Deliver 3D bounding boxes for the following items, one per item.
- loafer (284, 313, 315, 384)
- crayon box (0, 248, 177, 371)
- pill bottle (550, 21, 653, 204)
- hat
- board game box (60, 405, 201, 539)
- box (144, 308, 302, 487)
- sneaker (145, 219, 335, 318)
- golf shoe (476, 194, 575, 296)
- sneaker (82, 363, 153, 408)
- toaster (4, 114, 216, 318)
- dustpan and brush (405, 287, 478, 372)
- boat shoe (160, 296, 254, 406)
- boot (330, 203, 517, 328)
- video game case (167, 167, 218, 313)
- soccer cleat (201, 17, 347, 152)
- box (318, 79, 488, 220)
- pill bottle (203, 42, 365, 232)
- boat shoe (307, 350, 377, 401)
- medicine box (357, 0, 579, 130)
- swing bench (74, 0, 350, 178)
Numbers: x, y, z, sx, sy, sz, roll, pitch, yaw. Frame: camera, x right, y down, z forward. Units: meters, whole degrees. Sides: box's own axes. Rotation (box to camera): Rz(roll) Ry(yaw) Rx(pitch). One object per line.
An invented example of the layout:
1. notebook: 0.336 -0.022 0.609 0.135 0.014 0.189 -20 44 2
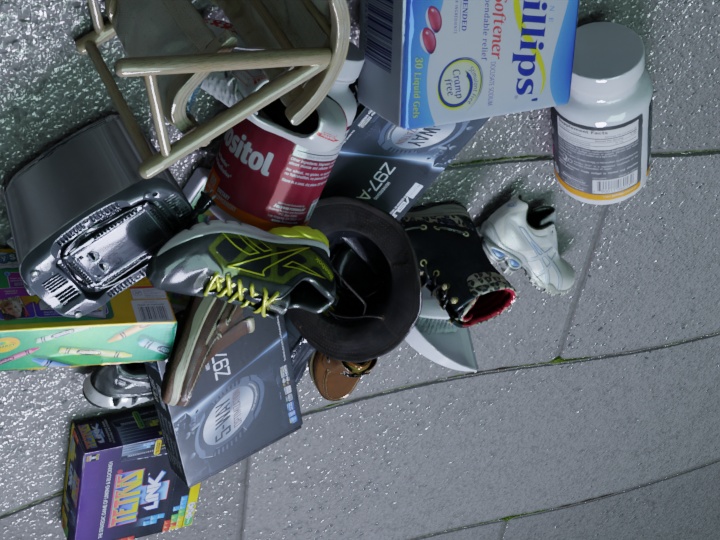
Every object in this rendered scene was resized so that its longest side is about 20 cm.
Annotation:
1. loafer: -0.090 0.082 1.581 0.070 0.068 0.201 -11 142 -37
2. crayon box: -0.297 0.036 1.329 0.199 0.119 0.058 -2 133 -25
3. pill bottle: 0.278 -0.179 1.520 0.116 0.117 0.200 -25 141 -10
4. hat: 0.000 0.000 1.471 0.081 0.200 0.201 -35 157 -53
5. board game box: -0.281 0.257 1.647 0.165 0.057 0.201 -11 137 -28
6. box: -0.155 0.125 1.497 0.160 0.043 0.201 -25 126 -26
7. sneaker: -0.105 0.003 1.262 0.199 0.085 0.075 -5 145 -31
8. golf shoe: 0.231 -0.032 1.684 0.200 0.078 0.097 23 111 -48
9. sneaker: -0.216 0.108 1.523 0.199 0.067 0.091 -3 136 -30
10. toaster: -0.247 -0.061 1.267 0.200 0.129 0.114 -34 143 2
11. dustpan and brush: 0.068 0.049 1.605 0.199 0.140 0.057 5 152 -33
12. boat shoe: -0.145 0.051 1.378 0.075 0.203 0.075 21 167 -11
13. boot: 0.069 0.001 1.536 0.203 0.154 0.074 -13 138 -22
14. video game case: -0.155 -0.016 1.468 0.182 0.022 0.200 13 123 -43
15. soccer cleat: -0.100 -0.173 1.204 0.069 0.200 0.085 -57 171 10
16. box: 0.033 -0.146 1.441 0.160 0.044 0.200 22 117 -46
17. pill bottle: -0.073 -0.139 1.311 0.113 0.113 0.201 5 120 -39
18. boat shoe: -0.017 0.105 1.658 0.072 0.068 0.201 -13 138 -23
19. medicine box: 0.106 -0.250 1.292 0.199 0.103 0.183 -12 119 -24
20. swing bench: -0.134 -0.213 1.125 0.199 0.199 0.130 -21 141 -14
